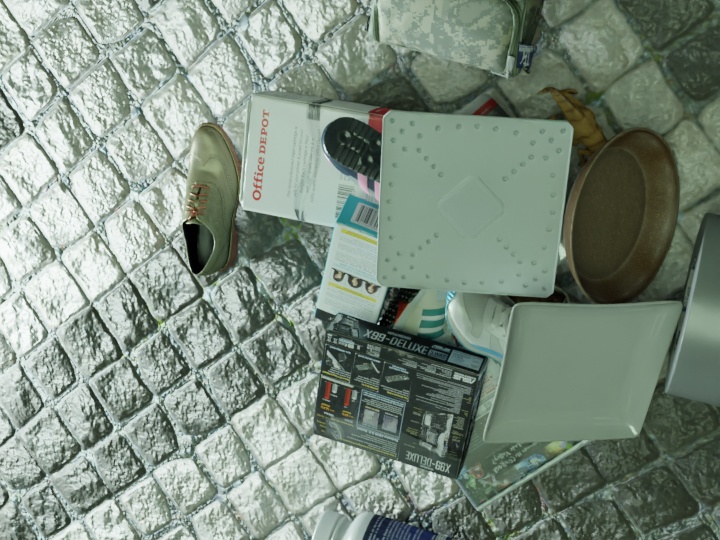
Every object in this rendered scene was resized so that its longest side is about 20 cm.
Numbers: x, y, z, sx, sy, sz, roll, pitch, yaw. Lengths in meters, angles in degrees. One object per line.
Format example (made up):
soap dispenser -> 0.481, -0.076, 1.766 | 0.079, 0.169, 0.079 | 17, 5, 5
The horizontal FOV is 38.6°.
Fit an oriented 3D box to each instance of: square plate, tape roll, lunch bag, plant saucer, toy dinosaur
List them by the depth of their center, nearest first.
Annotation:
tape roll -> 0.383, 0.042, 1.111 | 0.065, 0.200, 0.202 | 12, 108, 14
plant saucer -> 0.284, -0.060, 1.141 | 0.036, 0.199, 0.203 | 19, 113, 46
lunch bag -> 0.112, -0.316, 1.143 | 0.198, 0.139, 0.169 | 16, 112, 13
toy dinosaur -> 0.243, -0.168, 1.149 | 0.060, 0.106, 0.200 | -45, 124, 5
square plate -> 0.245, 0.111, 1.160 | 0.196, 0.029, 0.202 | 0, 124, -11

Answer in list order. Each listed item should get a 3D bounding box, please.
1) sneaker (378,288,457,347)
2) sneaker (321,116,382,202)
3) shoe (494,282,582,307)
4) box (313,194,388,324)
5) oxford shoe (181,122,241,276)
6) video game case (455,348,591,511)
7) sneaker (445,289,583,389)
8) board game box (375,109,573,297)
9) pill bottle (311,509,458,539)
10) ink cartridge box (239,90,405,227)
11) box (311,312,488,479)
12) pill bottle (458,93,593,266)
sneaker -> 0.093, 0.052, 1.289 | 0.093, 0.071, 0.201 | 24, 118, -14
sneaker -> 0.040, -0.105, 1.176 | 0.200, 0.082, 0.070 | 39, 87, -9
shoe -> 0.212, 0.041, 1.235 | 0.199, 0.053, 0.070 | 37, 95, 1
box -> 0.000, 0.000, 1.254 | 0.082, 0.049, 0.201 | 21, 143, 4
oxford shoe -> -0.198, -0.090, 1.341 | 0.070, 0.075, 0.202 | 2, 105, 19
video game case -> 0.177, 0.179, 1.302 | 0.199, 0.023, 0.183 | -36, 91, 15
sneaker -> 0.181, 0.074, 1.198 | 0.199, 0.077, 0.081 | 37, 144, -23
board game box -> 0.120, -0.072, 1.116 | 0.198, 0.026, 0.202 | 4, 115, 4
pill bottle -> 0.036, 0.388, 1.371 | 0.198, 0.111, 0.112 | 15, 109, 14
ink cartridge box -> -0.038, -0.136, 1.270 | 0.198, 0.083, 0.148 | 12, 107, 15
box -> 0.046, 0.156, 1.274 | 0.198, 0.050, 0.159 | 15, 118, 13
pill bottle -> 0.173, -0.096, 1.192 | 0.200, 0.114, 0.114 | 47, 113, 2
